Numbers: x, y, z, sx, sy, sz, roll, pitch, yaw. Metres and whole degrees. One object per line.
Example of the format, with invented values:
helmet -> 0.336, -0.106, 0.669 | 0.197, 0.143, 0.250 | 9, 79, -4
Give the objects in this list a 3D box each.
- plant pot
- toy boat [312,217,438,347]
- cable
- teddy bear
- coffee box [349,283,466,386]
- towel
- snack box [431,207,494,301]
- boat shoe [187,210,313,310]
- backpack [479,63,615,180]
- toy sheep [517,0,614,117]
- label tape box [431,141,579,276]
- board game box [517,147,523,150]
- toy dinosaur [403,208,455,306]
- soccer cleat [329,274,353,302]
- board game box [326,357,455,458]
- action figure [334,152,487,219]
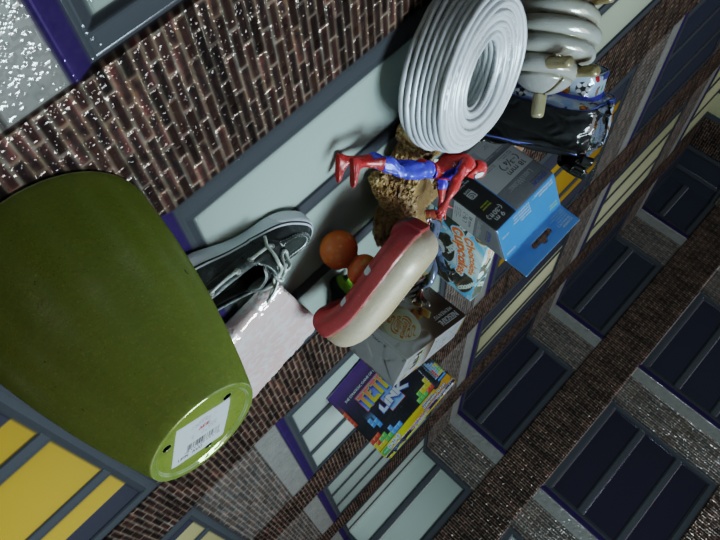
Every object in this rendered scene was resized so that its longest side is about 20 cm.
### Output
plant pot -> -0.181, 0.057, 0.532 | 0.187, 0.200, 0.188 | -42, 157, -22
toy boat -> 0.000, 0.000, 0.896 | 0.200, 0.130, 0.130 | -53, 173, 19
cable -> 0.121, -0.232, 0.798 | 0.201, 0.069, 0.200 | -59, 155, -10
teddy bear -> 0.063, -0.125, 0.927 | 0.145, 0.067, 0.201 | -43, 151, -30
coffee box -> 0.091, 0.115, 1.284 | 0.199, 0.114, 0.080 | -27, 149, -44
towel -> -0.150, 0.112, 0.913 | 0.200, 0.032, 0.191 | -48, 159, -5
snack box -> 0.173, -0.043, 1.187 | 0.037, 0.116, 0.201 | -39, 156, -25
boat shoe -> -0.112, -0.006, 0.746 | 0.199, 0.068, 0.074 | -26, 148, -48
backpack -> 0.288, -0.242, 1.027 | 0.190, 0.199, 0.155 | -20, 130, -58
toy sheep -> 0.246, -0.299, 0.880 | 0.138, 0.137, 0.202 | 1, 104, -63
label tape box -> 0.227, -0.110, 1.068 | 0.144, 0.200, 0.063 | -43, 158, -18
board game box -> 0.247, -0.196, 1.193 | 0.200, 0.030, 0.096 | -51, 168, -4
toy dinosaur -> 0.094, -0.031, 1.160 | 0.200, 0.104, 0.183 | -95, -162, -66
soccer cleat -> -0.018, 0.062, 1.057 | 0.081, 0.068, 0.200 | -37, 159, 1
board game box -> 0.060, 0.235, 1.343 | 0.200, 0.165, 0.057 | -50, 160, -2
action figure -> 0.069, -0.097, 0.834 | 0.198, 0.065, 0.100 | -8, 110, -25
